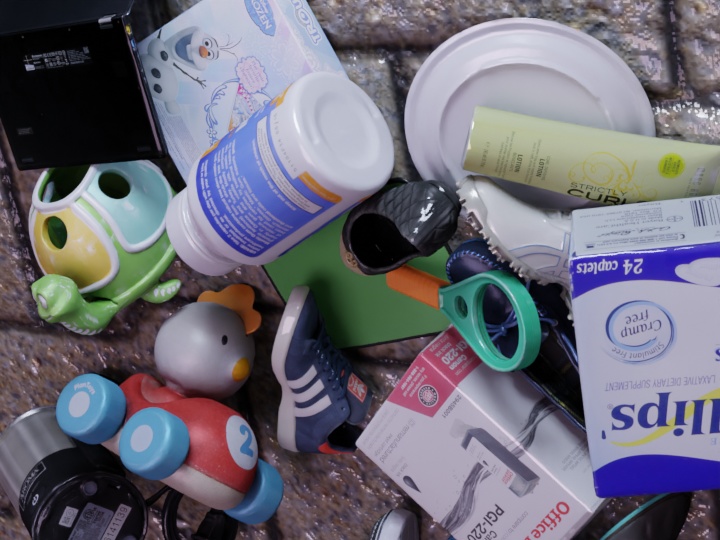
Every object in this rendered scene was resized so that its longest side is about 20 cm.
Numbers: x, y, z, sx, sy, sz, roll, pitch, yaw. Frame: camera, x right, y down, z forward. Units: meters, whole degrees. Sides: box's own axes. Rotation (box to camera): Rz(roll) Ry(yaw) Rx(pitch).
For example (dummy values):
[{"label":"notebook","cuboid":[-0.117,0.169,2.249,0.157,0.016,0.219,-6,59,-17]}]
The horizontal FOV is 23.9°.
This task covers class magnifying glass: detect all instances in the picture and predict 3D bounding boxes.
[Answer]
[{"label":"magnifying glass","cuboid":[0.081,0.027,1.387,0.200,0.022,0.080,26,124,57]}]

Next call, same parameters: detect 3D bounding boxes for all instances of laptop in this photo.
[{"label":"laptop","cuboid":[-0.238,-0.207,1.525,0.187,0.116,0.201,-2,112,36]}]

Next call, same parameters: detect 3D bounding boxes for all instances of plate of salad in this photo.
[{"label":"plate of salad","cuboid":[0.134,-0.113,1.343,0.199,0.048,0.201,8,127,10]}]

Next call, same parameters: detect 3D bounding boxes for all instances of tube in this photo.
[{"label":"tube","cuboid":[0.178,-0.081,1.294,0.199,0.052,0.058,13,166,1]}]

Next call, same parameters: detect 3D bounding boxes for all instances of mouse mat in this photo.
[{"label":"mouse mat","cuboid":[0.000,0.000,1.500,0.199,0.008,0.161,-12,119,35]}]

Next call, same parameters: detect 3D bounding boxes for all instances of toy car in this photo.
[{"label":"toy car","cuboid":[-0.144,0.105,1.584,0.176,0.184,0.201,22,82,39]}]

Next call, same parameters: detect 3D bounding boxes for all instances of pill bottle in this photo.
[{"label":"pill bottle","cuboid":[-0.075,-0.073,1.419,0.200,0.112,0.112,-31,93,40]}]

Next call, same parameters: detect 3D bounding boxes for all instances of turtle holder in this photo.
[{"label":"turtle holder","cuboid":[-0.248,-0.030,1.565,0.141,0.186,0.132,21,155,46]}]

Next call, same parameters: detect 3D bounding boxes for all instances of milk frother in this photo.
[{"label":"milk frother","cuboid":[-0.251,0.228,1.749,0.200,0.181,0.188,46,176,-29]}]

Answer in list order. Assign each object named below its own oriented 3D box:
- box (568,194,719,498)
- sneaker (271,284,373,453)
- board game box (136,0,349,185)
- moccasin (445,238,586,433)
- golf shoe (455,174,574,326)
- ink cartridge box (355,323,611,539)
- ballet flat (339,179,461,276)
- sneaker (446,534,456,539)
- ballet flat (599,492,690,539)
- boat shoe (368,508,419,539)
[{"label":"box","cuboid":[0.255,0.054,1.263,0.183,0.105,0.201,-6,111,10]},{"label":"sneaker","cuboid":[-0.030,0.094,1.547,0.084,0.075,0.200,11,138,12]},{"label":"board game box","cuboid":[-0.097,-0.145,1.500,0.199,0.043,0.201,-24,98,42]},{"label":"moccasin","cuboid":[0.147,0.053,1.401,0.200,0.068,0.081,40,131,8]},{"label":"golf shoe","cuboid":[0.165,-0.026,1.336,0.200,0.078,0.097,38,109,-19]},{"label":"ink cartridge box","cuboid":[0.114,0.160,1.473,0.200,0.085,0.146,41,133,9]},{"label":"ballet flat","cuboid":[0.020,-0.030,1.387,0.067,0.057,0.200,49,157,-5]},{"label":"sneaker","cuboid":[0.106,0.325,1.579,0.082,0.073,0.201,15,131,26]},{"label":"ballet flat","cuboid":[0.203,0.262,1.426,0.200,0.068,0.069,-34,62,9]},{"label":"boat shoe","cuboid":[0.005,0.302,1.632,0.071,0.072,0.201,24,127,19]}]
